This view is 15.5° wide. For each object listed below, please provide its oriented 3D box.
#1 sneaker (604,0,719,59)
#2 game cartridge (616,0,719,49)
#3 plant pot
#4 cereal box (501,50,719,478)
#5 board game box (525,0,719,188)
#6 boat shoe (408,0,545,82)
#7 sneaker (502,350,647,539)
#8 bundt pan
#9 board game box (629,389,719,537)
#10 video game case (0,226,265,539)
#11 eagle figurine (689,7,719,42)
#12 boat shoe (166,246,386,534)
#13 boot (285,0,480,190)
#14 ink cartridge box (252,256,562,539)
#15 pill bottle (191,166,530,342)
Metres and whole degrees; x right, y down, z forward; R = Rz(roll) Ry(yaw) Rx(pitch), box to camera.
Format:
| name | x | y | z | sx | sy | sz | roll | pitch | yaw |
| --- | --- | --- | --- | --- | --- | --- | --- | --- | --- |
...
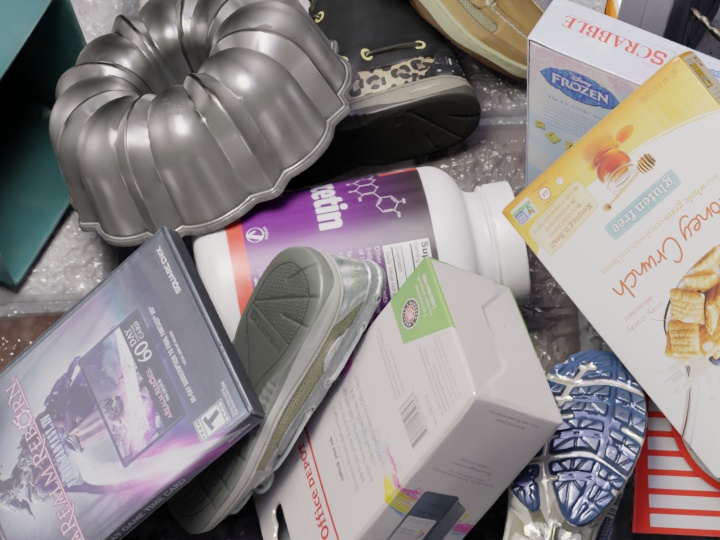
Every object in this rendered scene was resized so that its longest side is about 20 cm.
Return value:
| name | x | y | z | sx | sy | sz | roll | pitch | yaw |
| --- | --- | --- | --- | --- | --- | --- | --- | --- | --- |
| sneaker | 0.205 | -0.158 | 1.756 | 0.091 | 0.076 | 0.201 | 13 | 65 | 3 |
| game cartridge | 0.199 | -0.187 | 1.619 | 0.040 | 0.200 | 0.134 | 24 | 63 | 11 |
| plant pot | -0.289 | -0.108 | 1.710 | 0.199 | 0.142 | 0.142 | 16 | 58 | 24 |
| cereal box | 0.196 | -0.003 | 1.504 | 0.144 | 0.039 | 0.200 | -42 | 83 | 22 |
| board game box | 0.195 | -0.055 | 1.602 | 0.199 | 0.200 | 0.041 | 24 | 60 | 17 |
| boat shoe | 0.068 | -0.199 | 1.723 | 0.199 | 0.076 | 0.072 | 32 | 30 | -24 |
| sneaker | 0.114 | 0.144 | 1.533 | 0.076 | 0.085 | 0.201 | 16 | 73 | 9 |
| bundt pan | -0.108 | -0.110 | 1.640 | 0.201 | 0.076 | 0.203 | -19 | 35 | 14 |
| board game box | 0.260 | 0.083 | 1.558 | 0.198 | 0.046 | 0.153 | 2 | 87 | 5 |
| video game case | -0.156 | 0.089 | 1.571 | 0.200 | 0.019 | 0.143 | -40 | 56 | 18 |
| eagle figurine | 0.267 | -0.123 | 1.641 | 0.150 | 0.201 | 0.152 | -19 | 57 | -13 |
| boat shoe | -0.053 | 0.074 | 1.559 | 0.064 | 0.203 | 0.074 | 6 | 32 | -41 |
| boot | -0.032 | -0.137 | 1.752 | 0.202 | 0.074 | 0.155 | -10 | 52 | -4 |
| ink cartridge box | 0.022 | 0.107 | 1.536 | 0.067 | 0.200 | 0.118 | 19 | 35 | -31 |
| pill bottle | 0.000 | 0.000 | 1.629 | 0.198 | 0.113 | 0.113 | -11 | 56 | -4 |
